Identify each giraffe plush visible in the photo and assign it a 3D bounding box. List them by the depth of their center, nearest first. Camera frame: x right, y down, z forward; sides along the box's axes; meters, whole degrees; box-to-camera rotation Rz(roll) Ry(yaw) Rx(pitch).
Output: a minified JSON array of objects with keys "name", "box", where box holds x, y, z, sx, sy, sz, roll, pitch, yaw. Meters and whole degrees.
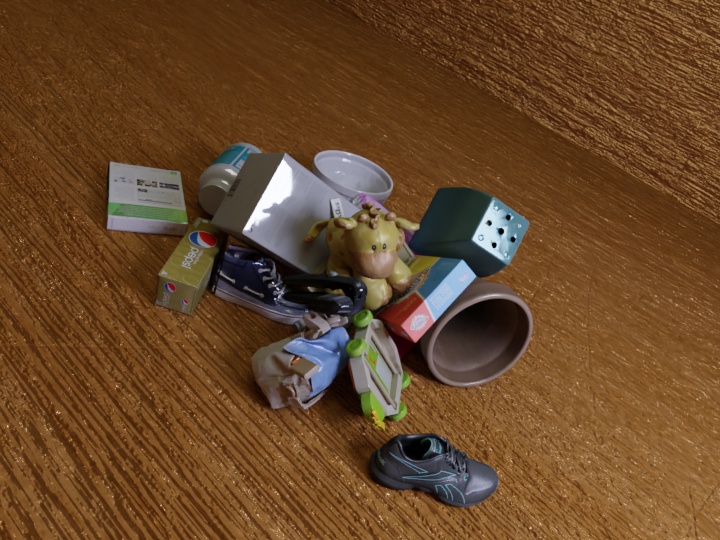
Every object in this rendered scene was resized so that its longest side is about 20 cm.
[{"name":"giraffe plush","box":[0.015,-0.039,0.918,0.172,0.162,0.201,-30,93,-19]}]

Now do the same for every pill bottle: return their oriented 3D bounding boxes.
[{"name":"pill bottle","box":[-0.275,-0.191,1.234,0.110,0.111,0.200,21,33,-2]}]

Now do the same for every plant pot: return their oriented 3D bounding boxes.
[{"name":"plant pot","box":[0.184,0.083,1.058,0.199,0.201,0.175,7,26,-22]},{"name":"plant pot","box":[0.214,-0.073,1.100,0.141,0.142,0.200,31,-8,-16]}]

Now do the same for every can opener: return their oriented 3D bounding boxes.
[{"name":"can opener","box":[-0.063,0.030,0.898,0.078,0.064,0.200,9,1,-38]}]

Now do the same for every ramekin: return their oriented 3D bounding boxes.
[{"name":"ramekin","box":[-0.032,-0.195,1.392,0.199,0.105,0.201,16,33,-11]}]

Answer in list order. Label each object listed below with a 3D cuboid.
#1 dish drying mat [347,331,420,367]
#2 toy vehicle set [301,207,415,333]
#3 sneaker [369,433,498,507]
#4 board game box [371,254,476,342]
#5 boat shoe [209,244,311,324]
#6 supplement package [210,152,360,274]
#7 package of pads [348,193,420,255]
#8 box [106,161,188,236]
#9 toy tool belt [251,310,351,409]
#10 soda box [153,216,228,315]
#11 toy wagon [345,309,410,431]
[{"name":"dish drying mat","box":[0.046,0.135,1.047,0.077,0.018,0.200,35,35,17]},{"name":"toy vehicle set","box":[0.000,0.000,1.033,0.200,0.124,0.026,-47,30,-18]},{"name":"sneaker","box":[0.115,0.281,0.824,0.199,0.080,0.076,14,34,-16]},{"name":"board game box","box":[0.093,0.041,1.014,0.040,0.153,0.200,48,-12,-16]},{"name":"boat shoe","box":[-0.161,0.024,1.011,0.199,0.093,0.075,18,33,-7]},{"name":"supplement package","box":[-0.127,-0.091,1.037,0.200,0.152,0.150,34,-10,-35]},{"name":"package of pads","box":[0.048,-0.056,1.171,0.200,0.075,0.121,33,44,-43]},{"name":"box","box":[-0.426,-0.144,1.148,0.144,0.036,0.200,5,36,-26]},{"name":"toy tool belt","box":[-0.063,0.125,0.888,0.125,0.123,0.200,60,37,-6]},{"name":"soda box","box":[-0.291,-0.013,1.013,0.067,0.064,0.200,19,33,-7]},{"name":"toy wagon","box":[0.024,0.163,0.896,0.156,0.039,0.200,59,25,-26]}]
